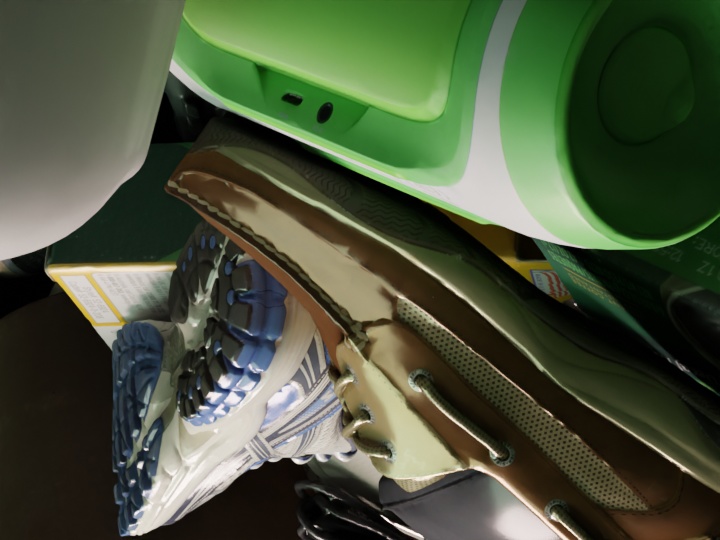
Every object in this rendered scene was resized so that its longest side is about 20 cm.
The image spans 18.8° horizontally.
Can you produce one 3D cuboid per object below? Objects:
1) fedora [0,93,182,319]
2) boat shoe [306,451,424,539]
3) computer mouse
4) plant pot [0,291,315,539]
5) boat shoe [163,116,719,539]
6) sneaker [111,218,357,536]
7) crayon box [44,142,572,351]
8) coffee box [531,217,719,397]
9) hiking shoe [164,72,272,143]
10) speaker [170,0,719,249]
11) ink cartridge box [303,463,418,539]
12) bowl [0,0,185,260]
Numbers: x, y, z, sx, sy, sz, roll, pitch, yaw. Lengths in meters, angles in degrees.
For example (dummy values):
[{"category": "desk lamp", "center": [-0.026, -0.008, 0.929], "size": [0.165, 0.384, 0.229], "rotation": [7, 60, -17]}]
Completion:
[{"category": "fedora", "center": [-0.118, -0.063, 0.922], "size": [0.091, 0.202, 0.201], "rotation": [5, 159, 12]}, {"category": "boat shoe", "center": [0.076, 0.078, 0.821], "size": [0.199, 0.061, 0.074], "rotation": [18, 152, -5]}, {"category": "computer mouse", "center": [0.067, 0.101, 0.753], "size": [0.140, 0.046, 0.200], "rotation": [33, 145, -16]}, {"category": "plant pot", "center": [-0.099, 0.105, 0.916], "size": [0.200, 0.199, 0.176], "rotation": [72, -176, -70]}, {"category": "boat shoe", "center": [0.026, 0.030, 0.633], "size": [0.199, 0.074, 0.076], "rotation": [33, -174, 0]}, {"category": "sneaker", "center": [-0.034, 0.046, 0.753], "size": [0.085, 0.078, 0.200], "rotation": [4, 160, -20]}, {"category": "crayon box", "center": [0.000, 0.000, 0.796], "size": [0.198, 0.052, 0.126], "rotation": [0, 157, 12]}, {"category": "coffee box", "center": [0.139, 0.043, 0.696], "size": [0.123, 0.044, 0.200], "rotation": [29, 165, 40]}, {"category": "hiking shoe", "center": [-0.059, -0.101, 0.777], "size": [0.200, 0.074, 0.087], "rotation": [42, -160, -48]}, {"category": "speaker", "center": [0.016, -0.067, 0.570], "size": [0.200, 0.089, 0.089], "rotation": [26, 162, 51]}, {"category": "ink cartridge box", "center": [-0.013, 0.071, 1.037], "size": [0.199, 0.146, 0.083], "rotation": [36, 170, 21]}, {"category": "bowl", "center": [-0.101, -0.101, 0.606], "size": [0.074, 0.202, 0.199], "rotation": [11, -174, -28]}]
